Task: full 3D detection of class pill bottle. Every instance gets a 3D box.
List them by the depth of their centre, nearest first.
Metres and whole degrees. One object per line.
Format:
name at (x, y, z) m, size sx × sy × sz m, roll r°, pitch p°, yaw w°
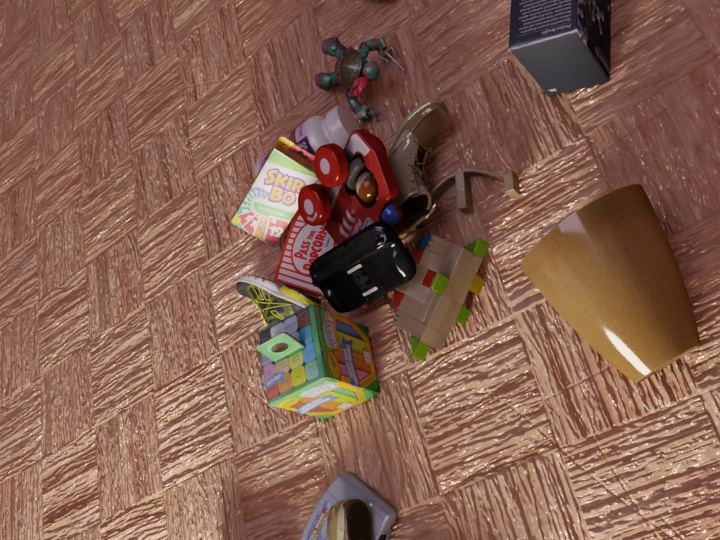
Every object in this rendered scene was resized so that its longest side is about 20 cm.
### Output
pill bottle at (-0.091, -0.210, 1.376) m, size 0.198 × 0.111 × 0.115 m, roll -33°, pitch 58°, yaw 24°

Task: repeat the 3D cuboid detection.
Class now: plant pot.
plant pot at (0.330, 0.030, 0.948) m, size 0.185 × 0.185 × 0.203 m, roll -36°, pitch 69°, yaw 21°

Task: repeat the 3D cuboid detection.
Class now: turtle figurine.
turtle figurine at (-0.005, -0.367, 1.378) m, size 0.198 × 0.100 × 0.153 m, roll 29°, pitch 93°, yaw 45°

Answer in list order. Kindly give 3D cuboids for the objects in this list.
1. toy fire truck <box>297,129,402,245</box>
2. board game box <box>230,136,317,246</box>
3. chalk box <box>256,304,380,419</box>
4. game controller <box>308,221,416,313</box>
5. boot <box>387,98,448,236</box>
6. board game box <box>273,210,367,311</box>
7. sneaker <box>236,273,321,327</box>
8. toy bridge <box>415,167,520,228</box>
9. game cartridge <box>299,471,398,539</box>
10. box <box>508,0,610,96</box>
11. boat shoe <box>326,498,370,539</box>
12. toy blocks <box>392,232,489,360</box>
toy fire truck at (0.000, -0.110, 1.193) m, size 0.169 × 0.111 × 0.202 m, roll 50°, pitch 136°, yaw 23°
board game box at (-0.150, -0.139, 1.347) m, size 0.201 × 0.094 × 0.030 m, roll -53°, pitch 17°, yaw 30°
chalk box at (-0.078, 0.144, 1.191) m, size 0.123 × 0.198 × 0.127 m, roll -27°, pitch 60°, yaw 27°
game controller at (0.000, 0.000, 1.182) m, size 0.198 × 0.105 × 0.042 m, roll -29°, pitch 19°, yaw 44°
boot at (0.092, -0.166, 1.221) m, size 0.201 × 0.071 × 0.156 m, roll -51°, pitch 33°, yaw 20°
board game box at (-0.052, -0.029, 1.327) m, size 0.197 × 0.046 × 0.155 m, roll 14°, pitch 83°, yaw 39°
sneaker at (-0.162, 0.064, 1.363) m, size 0.197 × 0.074 × 0.087 m, roll 15°, pitch 84°, yaw 39°
toy bridge at (0.166, -0.127, 1.206) m, size 0.196 × 0.027 × 0.069 m, roll -18°, pitch 64°, yaw 33°
game cartridge at (-0.032, 0.429, 1.169) m, size 0.132 × 0.041 × 0.204 m, roll 27°, pitch 92°, yaw 35°
box at (0.299, -0.394, 1.116) m, size 0.105 × 0.147 × 0.206 m, roll -5°, pitch 72°, yaw 35°
boat shoe at (-0.024, 0.445, 1.101) m, size 0.075 × 0.071 × 0.205 m, roll -24°, pitch 52°, yaw 42°
toy blocks at (0.100, 0.025, 1.176) m, size 0.136 × 0.099 × 0.204 m, roll 25°, pitch 90°, yaw 51°
